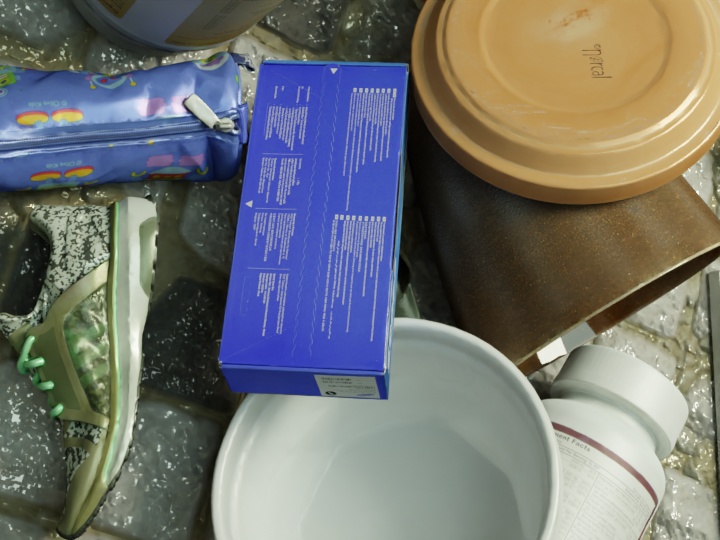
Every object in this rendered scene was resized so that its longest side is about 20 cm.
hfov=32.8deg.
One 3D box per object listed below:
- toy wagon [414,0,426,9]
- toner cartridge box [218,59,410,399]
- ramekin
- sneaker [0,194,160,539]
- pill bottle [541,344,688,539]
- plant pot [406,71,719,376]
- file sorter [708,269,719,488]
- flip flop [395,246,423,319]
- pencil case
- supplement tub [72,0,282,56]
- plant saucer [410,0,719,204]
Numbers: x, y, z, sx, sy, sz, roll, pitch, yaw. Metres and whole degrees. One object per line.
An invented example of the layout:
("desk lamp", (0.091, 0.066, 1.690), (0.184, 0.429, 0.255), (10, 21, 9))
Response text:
("toy wagon", (0.113, -0.253, 0.822), (0.157, 0.198, 0.040), (65, 23, -4))
("toner cartridge box", (-0.023, -0.028, 0.717), (0.093, 0.043, 0.203), (3, 64, 5))
("ramekin", (0.021, 0.139, 0.709), (0.197, 0.105, 0.203), (-6, 59, 10))
("sneaker", (-0.169, 0.050, 0.702), (0.087, 0.077, 0.203), (7, 74, -11))
("pill bottle", (0.132, 0.156, 0.801), (0.109, 0.109, 0.201), (40, 67, -15))
("plant pot", (0.110, -0.054, 0.800), (0.185, 0.187, 0.202), (-24, 77, -26))
("file sorter", (0.358, 0.097, 0.912), (0.137, 0.124, 0.203), (3, 81, -25))
("flip flop", (0.000, 0.000, 0.788), (0.080, 0.057, 0.202), (-27, 95, -26))
("pencil case", (-0.157, -0.085, 0.710), (0.197, 0.087, 0.079), (-7, 101, -25))
("supplement tub", (-0.091, -0.210, 0.695), (0.142, 0.199, 0.147), (4, 81, -27))
("plant saucer", (0.128, -0.132, 0.737), (0.197, 0.032, 0.203), (-2, 61, 3))
